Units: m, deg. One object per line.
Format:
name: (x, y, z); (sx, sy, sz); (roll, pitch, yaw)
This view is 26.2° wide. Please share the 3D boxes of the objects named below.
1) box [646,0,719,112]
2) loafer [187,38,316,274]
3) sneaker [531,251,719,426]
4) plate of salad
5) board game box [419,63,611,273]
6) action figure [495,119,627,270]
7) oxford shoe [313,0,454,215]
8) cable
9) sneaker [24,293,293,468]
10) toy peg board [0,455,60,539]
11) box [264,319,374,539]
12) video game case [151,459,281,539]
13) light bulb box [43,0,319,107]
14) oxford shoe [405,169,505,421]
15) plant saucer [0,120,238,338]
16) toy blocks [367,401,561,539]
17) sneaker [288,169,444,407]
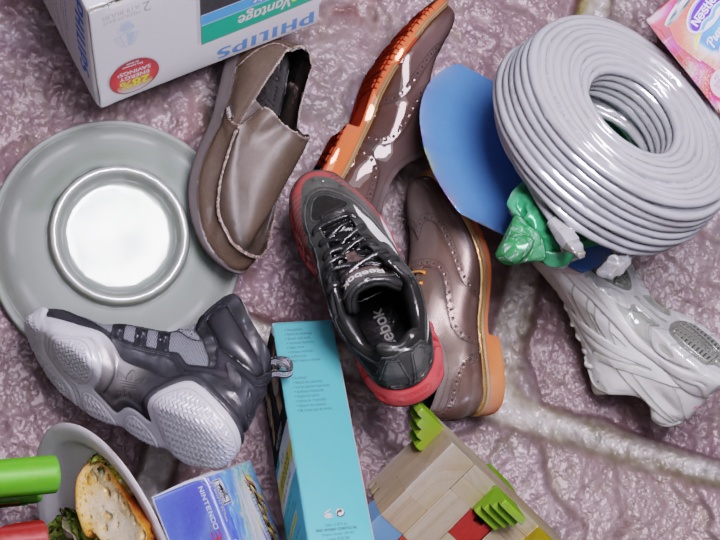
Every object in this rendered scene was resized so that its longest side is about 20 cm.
box: (0.312, -0.209, 1.263); (0.102, 0.200, 0.095); (-39, 90, 23)
loafer: (-0.081, -0.097, 1.201); (0.073, 0.070, 0.202); (25, 65, -45)
sneaker: (0.201, 0.052, 1.256); (0.200, 0.100, 0.078); (45, 34, 20)
plate of salad: (-0.183, 0.204, 1.070); (0.048, 0.200, 0.202); (-21, 84, -36)
board game box: (0.120, -0.073, 1.247); (0.198, 0.039, 0.159); (24, 48, -22)
action figure: (0.161, -0.046, 1.189); (0.119, 0.055, 0.199); (55, 40, 5)
oxford shoe: (0.031, -0.129, 1.259); (0.072, 0.071, 0.201); (31, 84, -10)
cable: (0.190, -0.105, 1.169); (0.199, 0.069, 0.201); (-21, 70, -43)
sneaker: (-0.145, 0.061, 1.135); (0.199, 0.076, 0.114); (26, 50, 24)
toy peg board: (-0.268, 0.214, 1.057); (0.097, 0.200, 0.202); (-2, 79, -28)
box: (-0.033, 0.142, 1.139); (0.049, 0.083, 0.202); (-3, 54, -13)
video game case: (-0.074, 0.239, 1.096); (0.045, 0.181, 0.202); (-22, 85, 3)
light bulb box: (-0.155, -0.267, 1.184); (0.197, 0.125, 0.201); (-24, 67, -16)
oxford shoe: (0.060, 0.019, 1.223); (0.072, 0.071, 0.202); (-8, 81, -30)
plant saucer: (-0.187, -0.023, 1.191); (0.198, 0.050, 0.203); (3, 78, -14)
toy blocks: (0.064, 0.214, 1.178); (0.137, 0.100, 0.200); (-44, 112, 4)
sneaker: (0.000, 0.000, 1.147); (0.070, 0.098, 0.202); (-25, 67, -2)
